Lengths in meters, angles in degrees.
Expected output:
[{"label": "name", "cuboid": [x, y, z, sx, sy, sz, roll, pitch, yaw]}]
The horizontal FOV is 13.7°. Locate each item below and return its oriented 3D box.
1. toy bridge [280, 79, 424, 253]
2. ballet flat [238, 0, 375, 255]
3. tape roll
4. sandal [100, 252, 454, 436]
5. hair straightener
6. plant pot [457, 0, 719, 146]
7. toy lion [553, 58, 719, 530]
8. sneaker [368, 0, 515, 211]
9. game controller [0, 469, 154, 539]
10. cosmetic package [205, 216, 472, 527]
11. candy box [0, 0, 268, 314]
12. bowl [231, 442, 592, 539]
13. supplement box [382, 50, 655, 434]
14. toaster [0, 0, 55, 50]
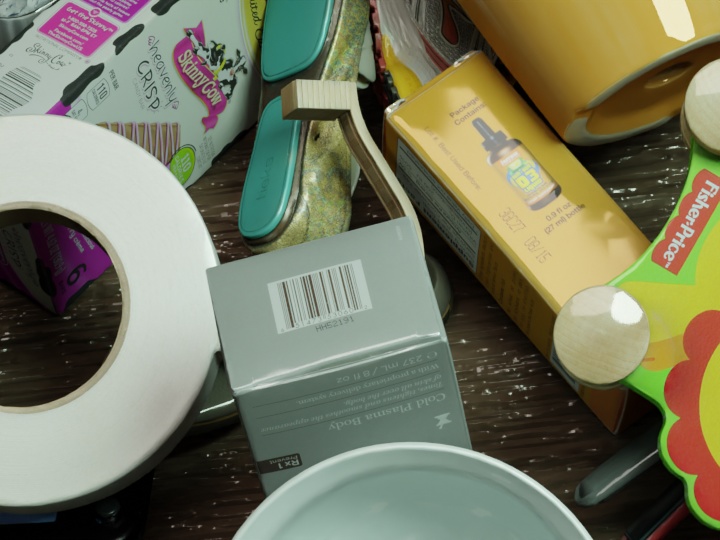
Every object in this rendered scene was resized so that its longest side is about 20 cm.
[{"label": "toy bridge", "cuboid": [0.000, 0.000, 1.553, 0.067, 0.027, 0.201, 0, 75, -22]}, {"label": "ballet flat", "cuboid": [-0.023, -0.095, 1.647, 0.070, 0.071, 0.201, 4, 71, 14]}, {"label": "tape roll", "cuboid": [-0.166, 0.022, 1.505, 0.201, 0.037, 0.204, -1, 78, 3]}, {"label": "sandal", "cuboid": [-0.045, 0.026, 1.571, 0.199, 0.055, 0.082, -16, 50, -11]}, {"label": "hair straightener", "cuboid": [0.179, 0.050, 1.458, 0.200, 0.077, 0.041, -42, 10, 7]}, {"label": "plant pot", "cuboid": [0.122, -0.173, 1.545, 0.199, 0.200, 0.184, -22, 76, -8]}, {"label": "toy lion", "cuboid": [0.201, 0.027, 1.420, 0.191, 0.069, 0.201, 29, 87, 5]}, {"label": "sneaker", "cuboid": [0.047, -0.119, 1.682, 0.082, 0.078, 0.201, -11, 56, -7]}, {"label": "game controller", "cuboid": [-0.204, 0.116, 1.545, 0.199, 0.042, 0.105, -3, 50, 8]}, {"label": "cosmetic package", "cuboid": [-0.002, 0.076, 1.435, 0.106, 0.201, 0.090, -16, 47, 1]}, {"label": "candy box", "cuboid": [-0.133, -0.092, 1.646, 0.061, 0.137, 0.200, 28, 61, 29]}, {"label": "bowl", "cuboid": [0.027, 0.175, 1.389, 0.200, 0.090, 0.203, 0, 94, 6]}, {"label": "supplement box", "cuboid": [0.095, -0.016, 1.545, 0.066, 0.069, 0.200, -34, 71, -16]}, {"label": "toaster", "cuboid": [-0.157, -0.171, 1.722, 0.200, 0.130, 0.114, -37, 53, -19]}]
